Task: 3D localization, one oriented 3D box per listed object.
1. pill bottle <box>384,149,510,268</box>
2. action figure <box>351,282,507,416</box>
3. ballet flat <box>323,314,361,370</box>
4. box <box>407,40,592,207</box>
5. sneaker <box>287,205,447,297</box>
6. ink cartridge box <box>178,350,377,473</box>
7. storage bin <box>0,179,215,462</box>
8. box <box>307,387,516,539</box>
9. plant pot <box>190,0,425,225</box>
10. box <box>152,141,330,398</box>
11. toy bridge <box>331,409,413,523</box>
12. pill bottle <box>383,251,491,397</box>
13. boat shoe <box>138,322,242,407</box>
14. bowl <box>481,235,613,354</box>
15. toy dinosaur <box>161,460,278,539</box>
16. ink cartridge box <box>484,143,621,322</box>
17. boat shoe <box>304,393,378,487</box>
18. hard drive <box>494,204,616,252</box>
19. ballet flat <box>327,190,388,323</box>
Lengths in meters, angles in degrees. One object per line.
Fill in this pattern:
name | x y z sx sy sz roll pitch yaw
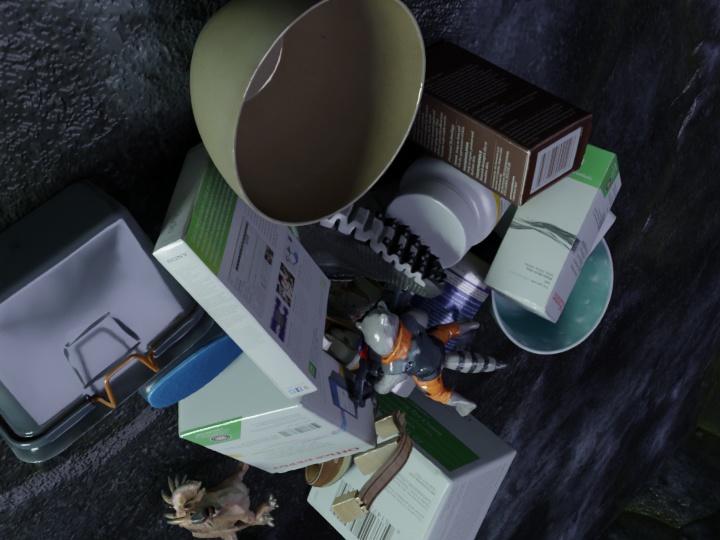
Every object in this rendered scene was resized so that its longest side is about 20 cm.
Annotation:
pill bottle | 0.113 -0.097 0.976 0.200 0.114 0.114 -50 152 -41
action figure | 0.074 0.067 0.992 0.193 0.104 0.200 18 82 -45
ballet flat | -0.044 0.082 1.004 0.200 0.063 0.069 29 94 -44
box | 0.123 -0.155 0.905 0.100 0.200 0.075 -30 143 -30
sneaker | -0.008 -0.021 0.908 0.091 0.200 0.067 -57 -176 34
ink cartridge box | -0.087 0.153 0.977 0.145 0.088 0.200 -17 150 17
storage bin | -0.234 0.033 0.707 0.200 0.145 0.134 -41 135 -19
box | 0.071 0.294 1.257 0.171 0.199 0.200 -6 124 -49
plant pot | -0.064 -0.156 0.732 0.200 0.134 0.201 -32 141 -30
box | -0.096 -0.001 0.786 0.036 0.144 0.200 -20 127 21
toy bridge | 0.027 0.214 1.023 0.067 0.027 0.200 -28 -169 24
pill bottle | 0.080 0.056 1.129 0.200 0.111 0.111 -58 147 6
boat shoe | -0.149 0.056 0.890 0.200 0.069 0.084 -40 158 -28
bowl | 0.247 0.011 1.261 0.200 0.105 0.201 -4 100 -23
toy dinosaur | -0.178 0.288 1.057 0.135 0.086 0.200 -21 148 -29
ink cartridge box | 0.237 -0.047 1.078 0.200 0.084 0.146 -65 160 -1
boat shoe | -0.043 0.208 1.165 0.074 0.076 0.200 8 127 -23
hard drive | 0.238 -0.085 1.171 0.200 0.027 0.132 42 83 -22
ballet flat | 0.000 0.000 1.022 0.076 0.064 0.200 -26 139 -35
